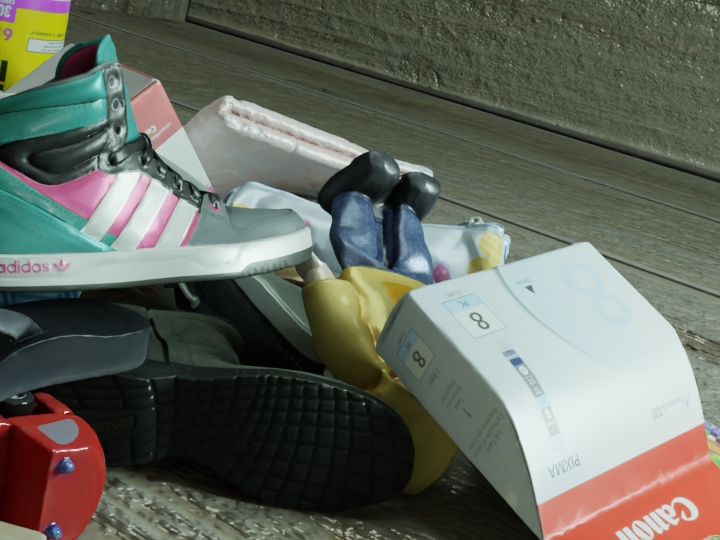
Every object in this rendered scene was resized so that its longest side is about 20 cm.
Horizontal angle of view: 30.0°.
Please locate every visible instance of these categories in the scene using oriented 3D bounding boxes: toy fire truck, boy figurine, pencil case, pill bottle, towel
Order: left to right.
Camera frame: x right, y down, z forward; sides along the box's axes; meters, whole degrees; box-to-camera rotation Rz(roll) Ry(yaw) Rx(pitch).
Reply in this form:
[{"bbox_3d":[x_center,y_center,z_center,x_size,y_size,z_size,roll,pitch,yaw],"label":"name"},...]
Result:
[{"bbox_3d":[-0.166,0.095,0.501,0.199,0.049,0.140,1,18,-46],"label":"toy fire truck"},{"bbox_3d":[-0.281,-0.131,1.005,0.103,0.202,0.104,12,13,-3],"label":"pill bottle"},{"bbox_3d":[-0.072,-0.064,1.030,0.189,0.033,0.199,17,-25,-29],"label":"towel"},{"bbox_3d":[0.000,0.000,0.889,0.198,0.092,0.083,9,24,8],"label":"pencil case"},{"bbox_3d":[0.016,0.027,0.751,0.124,0.064,0.201,26,39,-31],"label":"boy figurine"}]

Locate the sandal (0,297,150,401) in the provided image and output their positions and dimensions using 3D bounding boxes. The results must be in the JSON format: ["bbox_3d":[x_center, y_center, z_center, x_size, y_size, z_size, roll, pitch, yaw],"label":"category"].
[{"bbox_3d":[-0.168,0.027,0.570,0.075,0.043,0.200,17,15,25],"label":"sandal"}]

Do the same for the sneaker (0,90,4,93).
[{"bbox_3d":[-0.317,-0.065,0.883,0.199,0.075,0.115,-20,-8,41],"label":"sneaker"}]

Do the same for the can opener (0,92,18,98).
[{"bbox_3d":[-0.239,-0.076,0.791,0.197,0.053,0.067,-2,25,-8],"label":"can opener"}]

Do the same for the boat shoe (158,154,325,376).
[{"bbox_3d":[-0.091,0.002,0.810,0.200,0.060,0.075,48,14,33],"label":"boat shoe"}]

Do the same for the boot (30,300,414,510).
[{"bbox_3d":[-0.070,0.055,0.701,0.198,0.068,0.131,10,19,-4],"label":"boot"}]

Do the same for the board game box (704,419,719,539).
[{"bbox_3d":[0.164,0.098,0.761,0.198,0.039,0.158,7,28,-24],"label":"board game box"}]

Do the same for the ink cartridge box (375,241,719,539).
[{"bbox_3d":[0.126,0.076,0.680,0.159,0.048,0.200,-13,51,-46],"label":"ink cartridge box"}]

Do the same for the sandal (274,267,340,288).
[{"bbox_3d":[0.028,0.063,0.826,0.210,0.078,0.070,19,38,3],"label":"sandal"}]

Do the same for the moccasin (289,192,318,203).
[{"bbox_3d":[0.012,-0.009,0.980,0.199,0.075,0.078,11,-1,7],"label":"moccasin"}]

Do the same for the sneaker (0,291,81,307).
[{"bbox_3d":[-0.189,0.012,0.700,0.077,0.081,0.200,45,48,-10],"label":"sneaker"}]

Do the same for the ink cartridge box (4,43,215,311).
[{"bbox_3d":[-0.156,-0.048,0.940,0.067,0.201,0.116,-42,42,-22],"label":"ink cartridge box"}]

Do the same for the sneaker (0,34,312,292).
[{"bbox_3d":[-0.114,-0.054,0.669,0.198,0.122,0.083,-4,3,-36],"label":"sneaker"}]
